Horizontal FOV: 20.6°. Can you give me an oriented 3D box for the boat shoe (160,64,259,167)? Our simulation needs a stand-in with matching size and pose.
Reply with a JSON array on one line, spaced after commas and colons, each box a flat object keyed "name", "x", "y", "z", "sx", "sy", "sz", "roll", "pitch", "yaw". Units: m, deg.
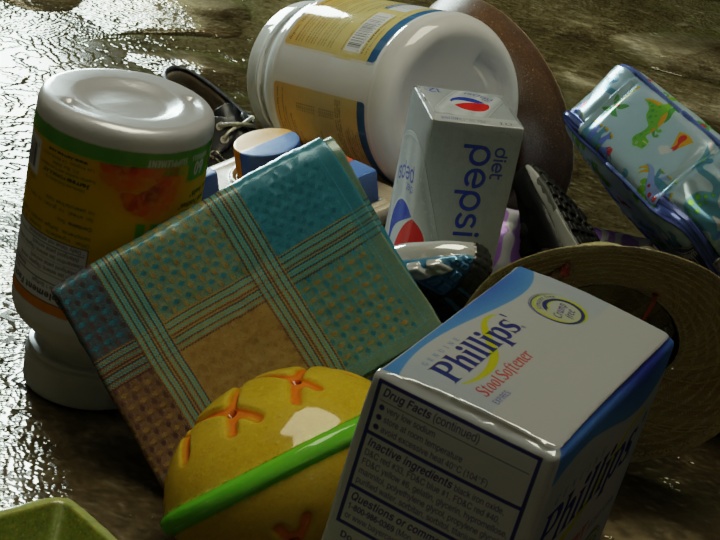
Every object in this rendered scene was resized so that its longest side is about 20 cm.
[{"name": "boat shoe", "x": -0.116, "y": -0.113, "z": 1.664, "sx": 0.074, "sy": 0.061, "sz": 0.200, "roll": -4, "pitch": 28, "yaw": -32}]

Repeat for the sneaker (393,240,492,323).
[{"name": "sneaker", "x": 0.000, "y": 0.000, "z": 1.314, "sx": 0.200, "sy": 0.075, "sz": 0.087, "roll": -16, "pitch": 51, "yaw": 33}]

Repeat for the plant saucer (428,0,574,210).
[{"name": "plant saucer", "x": 0.097, "y": -0.129, "z": 1.654, "sx": 0.037, "sy": 0.201, "sz": 0.200, "roll": -27, "pitch": 42, "yaw": -28}]

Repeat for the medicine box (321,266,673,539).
[{"name": "medicine box", "x": 0.063, "y": 0.125, "z": 1.038, "sx": 0.103, "sy": 0.200, "sz": 0.182, "roll": 26, "pitch": 26, "yaw": 18}]

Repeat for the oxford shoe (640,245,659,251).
[{"name": "oxford shoe", "x": 0.268, "y": 0.045, "z": 1.388, "sx": 0.200, "sy": 0.075, "sz": 0.070, "roll": 44, "pitch": 27, "yaw": 6}]

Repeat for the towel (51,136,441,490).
[{"name": "towel", "x": -0.068, "y": 0.024, "z": 1.208, "sx": 0.200, "sy": 0.147, "sz": 0.022, "roll": -30, "pitch": 3, "yaw": -13}]

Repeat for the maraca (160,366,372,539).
[{"name": "maraca", "x": -0.024, "y": 0.103, "z": 1.131, "sx": 0.200, "sy": 0.107, "sz": 0.137, "roll": -26, "pitch": -2, "yaw": -16}]

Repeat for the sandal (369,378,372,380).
[{"name": "sandal", "x": -0.036, "y": 0.079, "z": 1.265, "sx": 0.199, "sy": 0.080, "sz": 0.087, "roll": 0, "pitch": 53, "yaw": -6}]

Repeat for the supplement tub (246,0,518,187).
[{"name": "supplement tub", "x": 0.014, "y": -0.145, "z": 1.587, "sx": 0.144, "sy": 0.145, "sz": 0.200, "roll": -7, "pitch": 17, "yaw": -36}]

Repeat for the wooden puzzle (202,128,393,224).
[{"name": "wooden puzzle", "x": -0.081, "y": -0.055, "z": 1.481, "sx": 0.185, "sy": 0.046, "sz": 0.200, "roll": -25, "pitch": 29, "yaw": -32}]

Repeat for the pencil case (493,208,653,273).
[{"name": "pencil case", "x": 0.128, "y": -0.002, "z": 1.505, "sx": 0.199, "sy": 0.086, "sz": 0.084, "roll": 14, "pitch": 10, "yaw": 4}]

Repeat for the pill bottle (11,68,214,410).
[{"name": "pill bottle", "x": -0.161, "y": -0.017, "z": 1.256, "sx": 0.111, "sy": 0.201, "sz": 0.111, "roll": 10, "pitch": 24, "yaw": -5}]

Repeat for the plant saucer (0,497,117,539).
[{"name": "plant saucer", "x": -0.173, "y": 0.198, "z": 0.963, "sx": 0.200, "sy": 0.048, "sz": 0.200, "roll": -11, "pitch": 32, "yaw": -42}]

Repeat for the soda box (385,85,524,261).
[{"name": "soda box", "x": 0.055, "y": -0.023, "z": 1.371, "sx": 0.068, "sy": 0.201, "sz": 0.063, "roll": 5, "pitch": 26, "yaw": -14}]

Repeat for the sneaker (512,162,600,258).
[{"name": "sneaker", "x": 0.134, "y": 0.012, "z": 1.413, "sx": 0.076, "sy": 0.087, "sz": 0.200, "roll": 37, "pitch": 24, "yaw": -50}]

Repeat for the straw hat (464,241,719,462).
[{"name": "straw hat", "x": 0.161, "y": 0.029, "z": 1.297, "sx": 0.200, "sy": 0.201, "sz": 0.085, "roll": 10, "pitch": 40, "yaw": -4}]

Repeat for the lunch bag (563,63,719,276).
[{"name": "lunch bag", "x": 0.247, "y": -0.053, "z": 1.484, "sx": 0.161, "sy": 0.082, "sz": 0.200, "roll": 44, "pitch": 5, "yaw": -42}]
